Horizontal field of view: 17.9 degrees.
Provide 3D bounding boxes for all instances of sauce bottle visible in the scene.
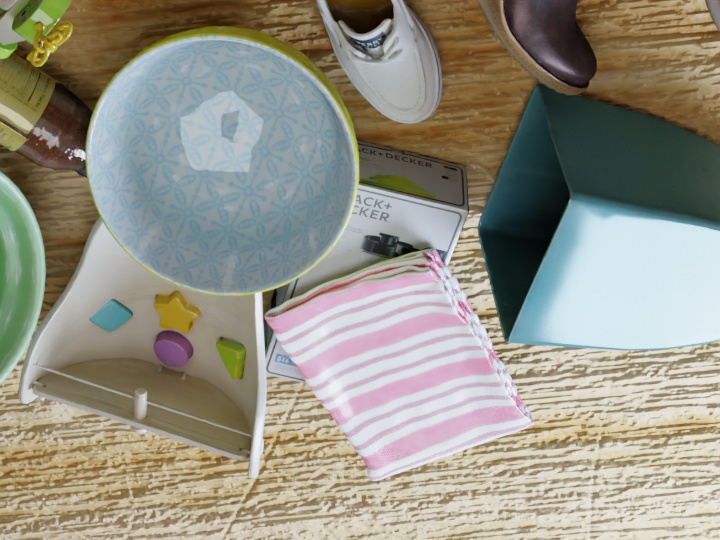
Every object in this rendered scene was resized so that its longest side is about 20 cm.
[{"bbox_3d":[-0.247,-0.117,1.686,0.200,0.066,0.066,35,120,-23],"label":"sauce bottle"}]

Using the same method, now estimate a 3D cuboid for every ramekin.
[{"bbox_3d":[-0.342,0.006,1.700,0.098,0.200,0.200,14,139,42],"label":"ramekin"}]

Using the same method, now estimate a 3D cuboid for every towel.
[{"bbox_3d":[0.032,0.079,1.775,0.146,0.030,0.200,-21,125,16],"label":"towel"}]

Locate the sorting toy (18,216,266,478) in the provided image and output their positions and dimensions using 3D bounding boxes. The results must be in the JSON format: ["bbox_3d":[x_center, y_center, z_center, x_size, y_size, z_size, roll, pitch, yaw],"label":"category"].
[{"bbox_3d":[-0.147,0.037,1.761,0.199,0.107,0.180,17,125,8],"label":"sorting toy"}]

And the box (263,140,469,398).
[{"bbox_3d":[0.000,0.000,1.771,0.116,0.060,0.200,14,126,-10],"label":"box"}]

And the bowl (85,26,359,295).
[{"bbox_3d":[-0.094,-0.094,1.663,0.199,0.108,0.201,3,115,6],"label":"bowl"}]

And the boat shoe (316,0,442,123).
[{"bbox_3d":[0.006,-0.177,1.631,0.071,0.070,0.200,-15,125,12],"label":"boat shoe"}]

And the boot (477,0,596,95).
[{"bbox_3d":[0.156,-0.228,1.588,0.166,0.072,0.200,-28,118,23],"label":"boot"}]

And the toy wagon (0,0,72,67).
[{"bbox_3d":[-0.204,-0.209,1.530,0.040,0.200,0.155,37,120,-22],"label":"toy wagon"}]

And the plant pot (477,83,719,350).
[{"bbox_3d":[0.211,-0.026,1.703,0.199,0.141,0.142,10,127,-16],"label":"plant pot"}]

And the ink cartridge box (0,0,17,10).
[{"bbox_3d":[-0.194,-0.287,1.472,0.075,0.200,0.165,38,120,-25],"label":"ink cartridge box"}]

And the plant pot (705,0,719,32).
[{"bbox_3d":[0.338,-0.183,1.557,0.200,0.175,0.201,0,128,0],"label":"plant pot"}]
